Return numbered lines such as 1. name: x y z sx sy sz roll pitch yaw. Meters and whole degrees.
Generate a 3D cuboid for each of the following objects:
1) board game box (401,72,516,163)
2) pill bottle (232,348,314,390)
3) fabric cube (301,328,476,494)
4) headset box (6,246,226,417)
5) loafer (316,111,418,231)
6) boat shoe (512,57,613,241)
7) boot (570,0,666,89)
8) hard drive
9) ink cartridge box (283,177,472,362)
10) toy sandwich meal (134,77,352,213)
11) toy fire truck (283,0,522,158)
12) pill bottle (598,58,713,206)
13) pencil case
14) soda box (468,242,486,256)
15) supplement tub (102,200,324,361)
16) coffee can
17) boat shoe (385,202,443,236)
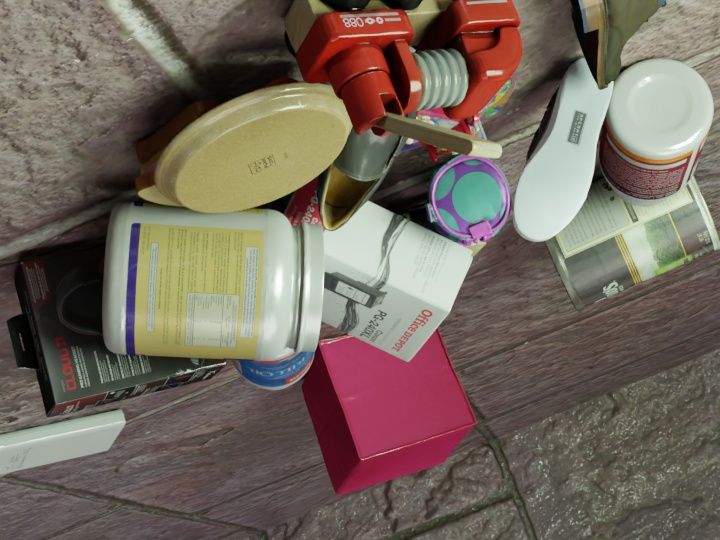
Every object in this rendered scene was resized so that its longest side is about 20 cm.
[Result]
1. board game box: 0.069 -0.142 1.219 0.199 0.039 0.158 -18 161 -9
2. pill bottle: -0.112 0.086 1.550 0.112 0.113 0.200 -18 161 -7
3. fabric cube: 0.036 0.205 1.902 0.195 0.201 0.200 -14 158 -16
4. headset box: -0.255 0.056 1.250 0.199 0.150 0.075 -11 167 -24
5. loafer: 0.006 -0.111 1.147 0.072 0.073 0.200 15 144 -6
6. boat shoe: 0.199 -0.118 1.243 0.069 0.201 0.066 18 168 -2
7. boot: 0.244 -0.230 1.110 0.096 0.075 0.200 -20 160 9
8. hard drive: -0.453 0.253 1.788 0.199 0.026 0.132 -10 159 -29
9. ink cartridge box: 0.000 0.000 1.311 0.199 0.084 0.145 26 150 -4
10. toy sandwich meal: -0.101 -0.118 1.076 0.204 0.071 0.205 -21 160 -8
11. toy fire truck: 0.057 -0.149 0.938 0.175 0.201 0.129 -9 159 -30
12. pill bottle: 0.323 -0.144 1.369 0.112 0.114 0.200 -21 161 1
13. pencil case: 0.111 -0.071 1.302 0.084 0.093 0.200 -7 -179 3
14. soda box: 0.079 -0.012 1.553 0.067 0.064 0.200 -10 159 -28
15. supplement tub: -0.139 0.011 1.168 0.198 0.146 0.146 4 157 -7
16. coffee can: 0.341 -0.054 1.584 0.199 0.147 0.146 -25 161 11
17. boat shoe: 0.032 -0.038 1.428 0.199 0.074 0.060 -13 166 3
